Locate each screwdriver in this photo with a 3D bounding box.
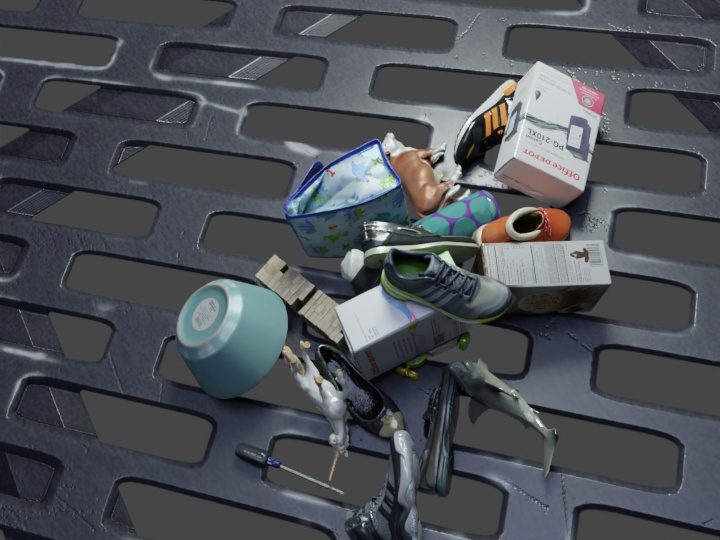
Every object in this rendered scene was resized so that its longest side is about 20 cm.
[{"bbox_3d":[-0.112,0.316,1.257,0.196,0.028,0.029,15,39,15],"label":"screwdriver"}]

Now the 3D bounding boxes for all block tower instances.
[{"bbox_3d":[-0.090,0.056,1.358,0.199,0.054,0.058,39,77,23],"label":"block tower"}]

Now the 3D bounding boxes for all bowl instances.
[{"bbox_3d":[-0.228,0.097,1.297,0.197,0.105,0.205,-19,52,26],"label":"bowl"}]

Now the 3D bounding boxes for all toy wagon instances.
[{"bbox_3d":[0.113,0.082,1.315,0.152,0.040,0.203,19,70,18],"label":"toy wagon"}]

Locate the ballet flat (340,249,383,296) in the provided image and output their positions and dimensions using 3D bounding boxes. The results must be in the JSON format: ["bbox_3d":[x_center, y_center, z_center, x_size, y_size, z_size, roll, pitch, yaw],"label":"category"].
[{"bbox_3d":[0.000,0.000,1.293,0.068,0.200,0.068,38,92,-4],"label":"ballet flat"}]

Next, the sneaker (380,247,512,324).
[{"bbox_3d":[0.117,0.019,1.114,0.196,0.081,0.075,13,69,15],"label":"sneaker"}]

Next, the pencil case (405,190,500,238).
[{"bbox_3d":[0.141,-0.064,1.326,0.197,0.092,0.087,-24,100,-22],"label":"pencil case"}]

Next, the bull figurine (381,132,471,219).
[{"bbox_3d":[0.112,-0.177,1.421,0.119,0.065,0.202,-25,60,-1],"label":"bull figurine"}]

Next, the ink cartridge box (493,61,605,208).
[{"bbox_3d":[0.329,-0.233,1.368,0.142,0.084,0.204,22,69,-10],"label":"ink cartridge box"}]

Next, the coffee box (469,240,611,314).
[{"bbox_3d":[0.282,0.013,1.256,0.195,0.115,0.081,-2,64,-2],"label":"coffee box"}]

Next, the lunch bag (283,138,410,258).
[{"bbox_3d":[-0.026,-0.107,1.357,0.197,0.171,0.129,-28,63,-2],"label":"lunch bag"}]

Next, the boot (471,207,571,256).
[{"bbox_3d":[0.289,-0.069,1.289,0.197,0.107,0.077,-15,79,-30],"label":"boot"}]

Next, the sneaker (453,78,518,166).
[{"bbox_3d":[0.252,-0.260,1.432,0.089,0.070,0.201,33,73,26],"label":"sneaker"}]

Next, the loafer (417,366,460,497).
[{"bbox_3d":[0.117,0.245,1.225,0.061,0.072,0.204,2,67,18],"label":"loafer"}]

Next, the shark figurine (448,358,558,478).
[{"bbox_3d":[0.215,0.219,1.228,0.213,0.128,0.090,38,101,6],"label":"shark figurine"}]

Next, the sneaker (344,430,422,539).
[{"bbox_3d":[0.031,0.342,1.166,0.111,0.075,0.205,-4,88,13],"label":"sneaker"}]

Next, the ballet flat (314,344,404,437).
[{"bbox_3d":[-0.008,0.198,1.274,0.199,0.057,0.067,40,79,24],"label":"ballet flat"}]

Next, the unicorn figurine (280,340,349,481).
[{"bbox_3d":[-0.060,0.204,1.256,0.072,0.139,0.201,-19,42,-13],"label":"unicorn figurine"}]

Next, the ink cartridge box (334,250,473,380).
[{"bbox_3d":[0.070,0.074,1.224,0.197,0.145,0.085,-26,64,-2],"label":"ink cartridge box"}]

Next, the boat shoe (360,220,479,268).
[{"bbox_3d":[0.094,-0.045,1.221,0.195,0.072,0.069,1,60,-21],"label":"boat shoe"}]
